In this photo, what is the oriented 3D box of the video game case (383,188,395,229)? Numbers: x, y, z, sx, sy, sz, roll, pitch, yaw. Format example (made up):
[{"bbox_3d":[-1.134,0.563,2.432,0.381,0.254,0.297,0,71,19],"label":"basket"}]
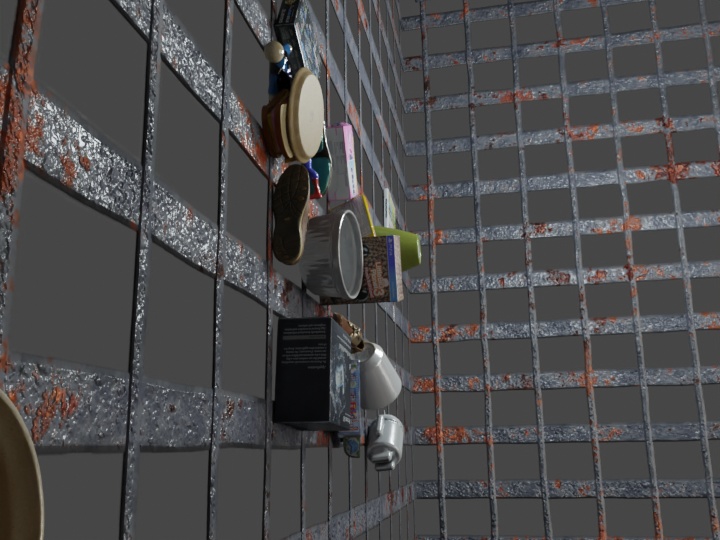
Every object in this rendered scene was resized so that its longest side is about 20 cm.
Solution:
[{"bbox_3d":[0.122,-0.217,3.019,0.200,0.022,0.185,60,28,-66],"label":"video game case"}]

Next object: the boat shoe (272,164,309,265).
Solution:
[{"bbox_3d":[-0.137,-0.109,1.436,0.068,0.071,0.204,62,32,-78],"label":"boat shoe"}]

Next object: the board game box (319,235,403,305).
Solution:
[{"bbox_3d":[0.000,0.000,1.778,0.097,0.196,0.163,-9,95,-78],"label":"board game box"}]

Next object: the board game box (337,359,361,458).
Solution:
[{"bbox_3d":[-0.030,0.369,1.815,0.201,0.060,0.203,-91,-178,-54],"label":"board game box"}]

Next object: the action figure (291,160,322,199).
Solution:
[{"bbox_3d":[-0.125,-0.259,1.594,0.065,0.051,0.204,-47,128,-83],"label":"action figure"}]

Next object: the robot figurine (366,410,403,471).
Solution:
[{"bbox_3d":[0.080,0.542,2.287,0.201,0.111,0.172,-77,157,-55],"label":"robot figurine"}]

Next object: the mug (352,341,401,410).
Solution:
[{"bbox_3d":[0.012,0.282,2.037,0.149,0.185,0.155,-46,131,-31],"label":"mug"}]

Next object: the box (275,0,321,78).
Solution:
[{"bbox_3d":[-0.135,-0.502,1.615,0.202,0.045,0.161,76,15,-46],"label":"box"}]

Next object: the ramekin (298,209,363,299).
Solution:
[{"bbox_3d":[-0.068,-0.034,1.642,0.200,0.103,0.204,-4,90,-74],"label":"ramekin"}]

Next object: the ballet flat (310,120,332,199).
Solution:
[{"bbox_3d":[-0.100,-0.268,1.691,0.064,0.066,0.204,-2,88,-87],"label":"ballet flat"}]

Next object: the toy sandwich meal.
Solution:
[{"bbox_3d":[-0.132,-0.307,1.444,0.205,0.069,0.209,5,90,-76],"label":"toy sandwich meal"}]

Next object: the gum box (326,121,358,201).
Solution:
[{"bbox_3d":[-0.056,-0.296,1.933,0.114,0.065,0.204,-50,136,-74],"label":"gum box"}]

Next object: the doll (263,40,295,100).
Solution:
[{"bbox_3d":[-0.155,-0.396,1.458,0.200,0.048,0.139,60,40,-68],"label":"doll"}]

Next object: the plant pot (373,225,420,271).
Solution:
[{"bbox_3d":[0.092,-0.060,2.312,0.187,0.196,0.191,-3,90,-79],"label":"plant pot"}]

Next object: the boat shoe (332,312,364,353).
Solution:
[{"bbox_3d":[-0.031,0.166,1.908,0.201,0.070,0.077,66,23,-63],"label":"boat shoe"}]

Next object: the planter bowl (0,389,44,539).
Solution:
[{"bbox_3d":[-0.280,0.149,0.365,0.200,0.132,0.204,-3,90,-80],"label":"planter bowl"}]

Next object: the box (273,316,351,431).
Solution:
[{"bbox_3d":[-0.091,0.213,1.446,0.197,0.115,0.204,56,34,-71],"label":"box"}]

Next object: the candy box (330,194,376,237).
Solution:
[{"bbox_3d":[-0.012,-0.094,1.884,0.026,0.101,0.203,47,25,-59],"label":"candy box"}]
